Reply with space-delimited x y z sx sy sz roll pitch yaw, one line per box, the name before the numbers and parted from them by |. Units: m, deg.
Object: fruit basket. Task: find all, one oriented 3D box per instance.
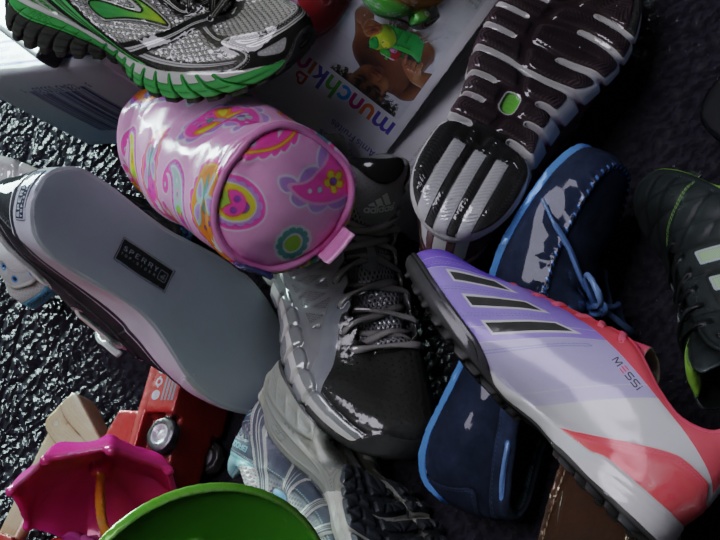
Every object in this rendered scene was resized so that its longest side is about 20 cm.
fruit basket | -0.016 -0.179 1.367 0.185 0.094 0.200 39 106 3

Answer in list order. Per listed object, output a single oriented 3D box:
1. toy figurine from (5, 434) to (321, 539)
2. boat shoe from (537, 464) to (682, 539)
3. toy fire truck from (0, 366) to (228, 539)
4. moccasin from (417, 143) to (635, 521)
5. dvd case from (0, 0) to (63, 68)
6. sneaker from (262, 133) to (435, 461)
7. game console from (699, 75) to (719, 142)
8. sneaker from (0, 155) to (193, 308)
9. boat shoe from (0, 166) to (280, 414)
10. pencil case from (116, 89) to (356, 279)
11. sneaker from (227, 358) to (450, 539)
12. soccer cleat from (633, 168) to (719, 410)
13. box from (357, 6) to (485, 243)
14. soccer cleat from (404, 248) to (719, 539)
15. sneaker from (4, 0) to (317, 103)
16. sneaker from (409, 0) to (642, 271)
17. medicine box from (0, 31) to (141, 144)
toy figurine | -0.134 0.168 1.301 0.200 0.150 0.184 -52 32 -2
boat shoe | 0.110 0.164 1.202 0.075 0.075 0.203 -14 59 32
toy fire truck | -0.147 0.108 1.453 0.141 0.049 0.201 -1 67 39
moccasin | 0.102 0.036 1.287 0.068 0.080 0.200 26 99 38
dvd case | -0.187 -0.211 1.516 0.143 0.018 0.200 -61 30 4
sneaker | 0.000 0.000 1.334 0.200 0.075 0.116 62 140 42
game console | 0.253 -0.114 1.206 0.172 0.119 0.200 -51 46 5
sneaker | -0.178 -0.014 1.537 0.200 0.075 0.087 14 84 49
boat shoe | -0.124 0.013 1.371 0.068 0.199 0.074 -1 60 53
pencil case | -0.069 -0.054 1.341 0.088 0.087 0.200 -57 26 -1
sneaker | -0.014 0.141 1.327 0.086 0.077 0.200 -52 39 21
soccer cleat | 0.181 0.020 1.218 0.081 0.068 0.200 -28 47 -13
box | 0.017 -0.124 1.456 0.144 0.036 0.200 -51 48 5
soccer cleat | 0.101 0.048 1.210 0.073 0.068 0.200 -44 61 -1
sneaker | -0.115 -0.150 1.344 0.200 0.085 0.078 17 39 24
sneaker | 0.080 -0.075 1.351 0.076 0.116 0.200 31 61 11
medicine box | -0.127 -0.189 1.527 0.182 0.103 0.200 1 67 56
